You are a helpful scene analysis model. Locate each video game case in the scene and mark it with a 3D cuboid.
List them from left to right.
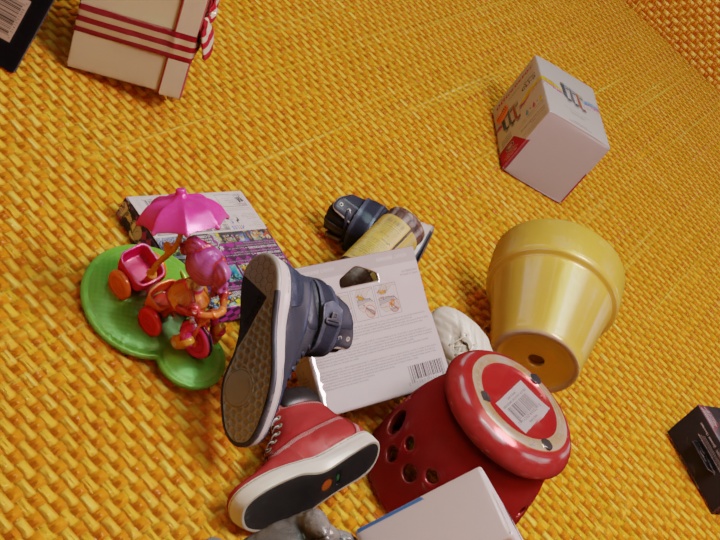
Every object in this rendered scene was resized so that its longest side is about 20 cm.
[{"bbox_3d":[-0.180,-0.019,1.593,0.199,0.036,0.182,-8,56,-50],"label":"video game case"}]

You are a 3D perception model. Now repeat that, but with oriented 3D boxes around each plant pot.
[{"bbox_3d":[0.132,0.205,1.513,0.198,0.183,0.202,26,32,-18],"label":"plant pot"},{"bbox_3d":[0.266,0.063,1.840,0.199,0.201,0.190,33,48,-12],"label":"plant pot"}]

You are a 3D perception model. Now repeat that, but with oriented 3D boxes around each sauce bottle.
[{"bbox_3d":[0.000,0.000,1.660,0.065,0.065,0.200,43,64,7],"label":"sauce bottle"}]

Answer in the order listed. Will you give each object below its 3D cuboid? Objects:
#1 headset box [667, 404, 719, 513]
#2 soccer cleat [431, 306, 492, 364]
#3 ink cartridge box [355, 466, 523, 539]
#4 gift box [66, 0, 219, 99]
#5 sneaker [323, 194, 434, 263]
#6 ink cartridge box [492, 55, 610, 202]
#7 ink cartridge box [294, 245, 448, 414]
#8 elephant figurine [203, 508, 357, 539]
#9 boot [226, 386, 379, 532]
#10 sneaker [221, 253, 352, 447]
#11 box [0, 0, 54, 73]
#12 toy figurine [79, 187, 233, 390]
[{"bbox_3d":[0.573,0.292,1.976,0.198,0.077,0.150,13,41,-40],"label":"headset box"},{"bbox_3d":[0.152,0.137,1.695,0.202,0.069,0.077,59,17,5],"label":"soccer cleat"},{"bbox_3d":[0.098,0.301,1.311,0.085,0.143,0.201,65,3,36],"label":"ink cartridge box"},{"bbox_3d":[-0.289,-0.351,1.759,0.184,0.201,0.186,13,42,-12],"label":"gift box"},{"bbox_3d":[0.002,-0.018,1.757,0.145,0.077,0.203,27,45,3],"label":"sneaker"},{"bbox_3d":[0.343,-0.260,2.346,0.143,0.146,0.201,27,33,-20],"label":"ink cartridge box"},{"bbox_3d":[0.004,0.074,1.566,0.198,0.045,0.179,-11,81,-37],"label":"ink cartridge box"},{"bbox_3d":[-0.057,0.326,1.194,0.142,0.154,0.201,51,17,-25],"label":"elephant figurine"},{"bbox_3d":[-0.095,0.197,1.402,0.144,0.073,0.199,35,39,31],"label":"boot"},{"bbox_3d":[-0.075,0.100,1.404,0.146,0.076,0.206,27,70,-52],"label":"sneaker"},{"bbox_3d":[-0.443,-0.381,1.654,0.106,0.149,0.201,27,33,-20],"label":"box"},{"bbox_3d":[-0.192,0.004,1.381,0.149,0.185,0.201,-30,74,-41],"label":"toy figurine"}]
